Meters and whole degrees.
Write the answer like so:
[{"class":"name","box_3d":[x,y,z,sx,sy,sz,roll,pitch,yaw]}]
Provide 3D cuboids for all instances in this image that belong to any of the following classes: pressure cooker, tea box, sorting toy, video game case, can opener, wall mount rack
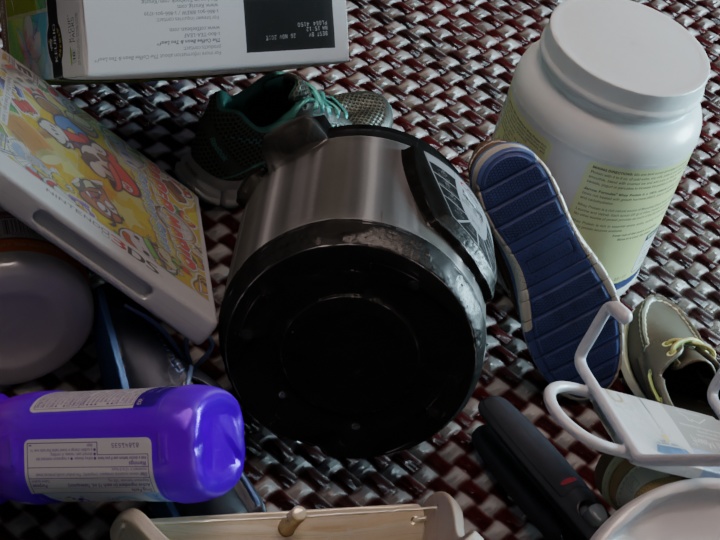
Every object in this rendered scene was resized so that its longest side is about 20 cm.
[{"class":"pressure cooker","box_3d":[-0.003,0.001,1.119,0.177,0.177,0.201,13,30,-4]},{"class":"tea box","box_3d":[-0.139,-0.204,1.209,0.198,0.135,0.196,-7,6,-28]},{"class":"sorting toy","box_3d":[-0.020,0.166,0.913,0.198,0.180,0.108,-1,72,-19]},{"class":"video game case","box_3d":[-0.172,-0.053,1.093,0.181,0.023,0.200,37,15,-23]},{"class":"can opener","box_3d":[0.128,0.154,1.086,0.078,0.064,0.201,-3,44,-30]},{"class":"wall mount rack","box_3d":[0.215,0.096,1.012,0.198,0.075,0.174,15,27,-29]}]

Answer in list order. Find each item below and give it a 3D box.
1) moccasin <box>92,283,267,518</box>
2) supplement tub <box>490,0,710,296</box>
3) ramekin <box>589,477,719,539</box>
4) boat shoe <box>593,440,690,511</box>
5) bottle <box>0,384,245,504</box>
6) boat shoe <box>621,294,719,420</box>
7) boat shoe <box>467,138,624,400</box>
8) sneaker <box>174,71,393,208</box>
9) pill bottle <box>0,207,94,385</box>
[{"class":"moccasin","box_3d":[-0.115,0.093,1.065,0.067,0.081,0.201,-15,62,-19]},{"class":"supplement tub","box_3d":[0.169,-0.087,1.270,0.143,0.201,0.146,10,40,-9]},{"class":"ramekin","box_3d":[0.189,0.226,0.957,0.200,0.094,0.205,6,69,-16]},{"class":"boat shoe","box_3d":[0.239,0.164,1.079,0.198,0.072,0.076,17,17,-28]},{"class":"bottle","box_3d":[-0.169,0.102,0.980,0.198,0.066,0.083,-4,-3,19]},{"class":"boat shoe","box_3d":[0.235,0.086,1.206,0.071,0.061,0.203,6,41,-14]},{"class":"boat shoe","box_3d":[0.131,-0.005,1.201,0.072,0.202,0.072,-22,20,-2]},{"class":"sneaker","box_3d":[-0.047,-0.113,1.305,0.199,0.092,0.078,-22,54,-38]},{"class":"pill bottle","box_3d":[-0.244,-0.031,1.124,0.108,0.110,0.201,-1,43,-21]}]
